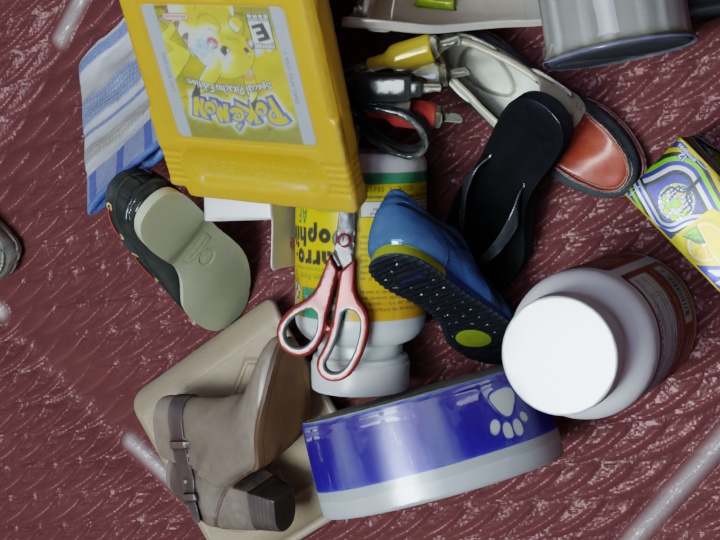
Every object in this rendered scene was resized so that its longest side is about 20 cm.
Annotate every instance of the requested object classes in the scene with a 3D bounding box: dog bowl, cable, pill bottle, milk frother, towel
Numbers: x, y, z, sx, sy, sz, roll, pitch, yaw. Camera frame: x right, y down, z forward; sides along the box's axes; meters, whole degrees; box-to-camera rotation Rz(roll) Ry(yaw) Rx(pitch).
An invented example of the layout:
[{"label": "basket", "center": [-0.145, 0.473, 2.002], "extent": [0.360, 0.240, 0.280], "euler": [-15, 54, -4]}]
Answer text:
[{"label": "dog bowl", "center": [0.057, 0.134, 1.153], "extent": [0.200, 0.200, 0.079], "euler": [-17, 86, 26]}, {"label": "cable", "center": [-0.013, -0.142, 1.158], "extent": [0.199, 0.050, 0.097], "euler": [4, 114, 14]}, {"label": "pill bottle", "center": [0.178, 0.050, 1.086], "extent": [0.112, 0.200, 0.113], "euler": [3, 97, 25]}, {"label": "milk frother", "center": [0.203, -0.257, 1.030], "extent": [0.180, 0.200, 0.189], "euler": [-10, 90, 8]}, {"label": "towel", "center": [-0.200, -0.160, 1.279], "extent": [0.147, 0.024, 0.200], "euler": [-37, 43, 26]}, {"label": "pill bottle", "center": [0.000, 0.000, 1.213], "extent": [0.112, 0.113, 0.201], "euler": [4, 98, 25]}]

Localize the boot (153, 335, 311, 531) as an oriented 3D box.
[{"label": "boot", "center": [-0.119, 0.135, 1.248], "extent": [0.146, 0.070, 0.201], "euler": [17, 111, 36]}]

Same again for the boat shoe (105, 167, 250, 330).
[{"label": "boat shoe", "center": [-0.155, -0.018, 1.260], "extent": [0.063, 0.202, 0.074], "euler": [35, 76, 35]}]

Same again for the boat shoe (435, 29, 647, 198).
[{"label": "boat shoe", "center": [0.142, -0.127, 1.160], "extent": [0.200, 0.063, 0.071], "euler": [42, 109, 14]}]

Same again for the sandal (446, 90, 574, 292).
[{"label": "sandal", "center": [0.108, -0.057, 1.159], "extent": [0.076, 0.043, 0.201], "euler": [33, 134, 20]}]

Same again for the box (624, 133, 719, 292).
[{"label": "box", "center": [0.298, -0.012, 1.094], "extent": [0.200, 0.070, 0.064], "euler": [47, 115, 14]}]

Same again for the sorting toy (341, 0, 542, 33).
[{"label": "sorting toy", "center": [0.093, -0.269, 1.153], "extent": [0.179, 0.107, 0.201], "euler": [9, 85, 8]}]

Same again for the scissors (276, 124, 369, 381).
[{"label": "scissors", "center": [-0.008, -0.011, 1.151], "extent": [0.073, 0.014, 0.201], "euler": [22, 99, 10]}]

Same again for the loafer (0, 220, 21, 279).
[{"label": "loafer", "center": [-0.422, -0.061, 1.429], "extent": [0.200, 0.070, 0.070], "euler": [36, 109, 18]}]

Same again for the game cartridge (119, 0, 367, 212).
[{"label": "game cartridge", "center": [-0.092, -0.140, 1.104], "extent": [0.176, 0.032, 0.201], "euler": [7, 125, 28]}]

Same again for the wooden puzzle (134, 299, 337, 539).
[{"label": "wooden puzzle", "center": [-0.095, 0.154, 1.316], "extent": [0.185, 0.046, 0.200], "euler": [-35, 76, 24]}]

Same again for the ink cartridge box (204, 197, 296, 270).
[{"label": "ink cartridge box", "center": [-0.083, -0.105, 1.238], "extent": [0.067, 0.117, 0.201], "euler": [0, 96, 22]}]

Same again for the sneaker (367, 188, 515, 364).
[{"label": "sneaker", "center": [0.079, 0.006, 1.163], "extent": [0.066, 0.200, 0.079], "euler": [-18, 48, 33]}]
